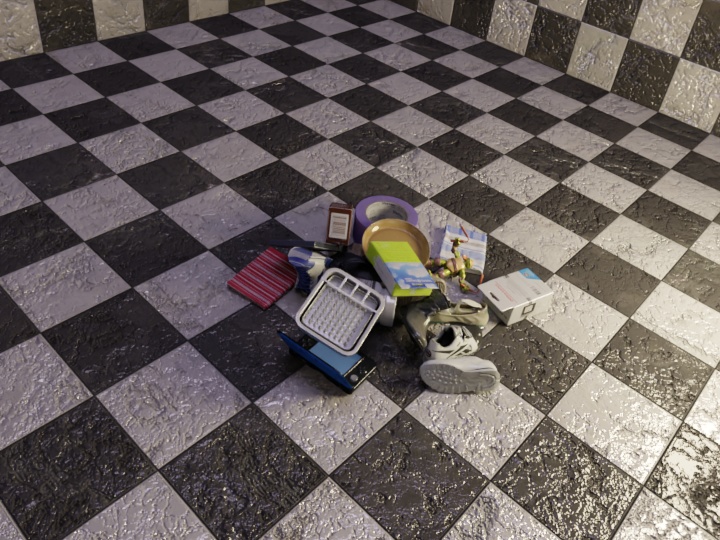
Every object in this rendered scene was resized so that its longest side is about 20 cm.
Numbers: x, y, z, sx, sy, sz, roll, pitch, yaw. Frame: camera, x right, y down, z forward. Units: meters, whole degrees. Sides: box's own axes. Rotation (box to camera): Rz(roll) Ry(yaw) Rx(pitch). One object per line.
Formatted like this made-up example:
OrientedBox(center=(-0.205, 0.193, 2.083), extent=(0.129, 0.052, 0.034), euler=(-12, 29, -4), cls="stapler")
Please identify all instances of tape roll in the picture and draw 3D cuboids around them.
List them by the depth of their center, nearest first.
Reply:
OrientedBox(center=(0.075, -0.136, 1.968), extent=(0.193, 0.087, 0.203), euler=(6, 38, -4), cls="tape roll")

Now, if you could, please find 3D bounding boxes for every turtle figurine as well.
OrientedBox(center=(0.259, -0.022, 1.867), extent=(0.156, 0.065, 0.206), euler=(-7, 73, -10), cls="turtle figurine")

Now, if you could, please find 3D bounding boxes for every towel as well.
OrientedBox(center=(-0.250, 0.019, 1.769), extent=(0.142, 0.023, 0.200), euler=(28, 45, 19), cls="towel")
OrientedBox(center=(0.312, -0.067, 1.977), extent=(0.142, 0.024, 0.202), euler=(15, 39, 6), cls="towel")

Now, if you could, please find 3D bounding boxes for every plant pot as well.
OrientedBox(center=(0.098, -0.061, 1.815), extent=(0.193, 0.028, 0.204), euler=(5, 51, -6), cls="plant pot")

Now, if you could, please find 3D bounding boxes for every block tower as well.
OrientedBox(center=(0.058, -0.026, 1.855), extent=(0.193, 0.055, 0.059), euler=(11, 37, 2), cls="block tower")

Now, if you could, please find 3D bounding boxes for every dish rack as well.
OrientedBox(center=(-0.050, 0.104, 1.548), extent=(0.169, 0.044, 0.202), euler=(31, 51, 6), cls="dish rack")

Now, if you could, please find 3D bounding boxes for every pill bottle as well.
OrientedBox(center=(-0.006, 0.079, 1.666), extent=(0.193, 0.116, 0.115), euler=(10, 38, 2), cls="pill bottle")

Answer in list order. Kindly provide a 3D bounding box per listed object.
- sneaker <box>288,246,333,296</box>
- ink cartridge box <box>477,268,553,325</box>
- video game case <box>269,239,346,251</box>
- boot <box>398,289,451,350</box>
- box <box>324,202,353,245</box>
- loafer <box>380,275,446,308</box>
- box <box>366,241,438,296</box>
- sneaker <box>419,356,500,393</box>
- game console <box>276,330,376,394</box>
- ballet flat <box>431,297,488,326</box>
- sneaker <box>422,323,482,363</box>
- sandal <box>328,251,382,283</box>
OrientedBox(center=(-0.135, 0.009, 1.710), extent=(0.079, 0.118, 0.199), euler=(20, 2, 15), cls="sneaker")
OrientedBox(center=(0.418, 0.075, 1.787), extent=(0.195, 0.068, 0.116), euler=(-16, 45, -28), cls="ink cartridge box")
OrientedBox(center=(-0.140, -0.067, 1.778), extent=(0.139, 0.020, 0.199), euler=(3, 0, 24), cls="video game case")
OrientedBox(center=(0.170, 0.110, 1.625), extent=(0.128, 0.069, 0.201), euler=(-29, 22, 6), cls="boot")
OrientedBox(center=(-0.060, -0.137, 1.865), extent=(0.072, 0.104, 0.200), euler=(7, 8, 0), cls="box")
OrientedBox(center=(0.132, 0.053, 1.760), extent=(0.193, 0.078, 0.068), euler=(-4, 15, -7), cls="loafer")
OrientedBox(center=(0.106, 0.000, 1.681), extent=(0.118, 0.049, 0.202), euler=(0, 38, -27), cls="box")
OrientedBox(center=(0.233, 0.242, 1.558), extent=(0.193, 0.079, 0.081), euler=(8, 26, -9), cls="sneaker")
OrientedBox(center=(-0.075, 0.184, 1.521), extent=(0.197, 0.121, 0.170), euler=(30, 43, 24), cls="game console")
OrientedBox(center=(0.247, 0.102, 1.724), extent=(0.193, 0.071, 0.070), euler=(5, 38, -4), cls="ballet flat")
OrientedBox(center=(0.242, 0.170, 1.624), extent=(0.197, 0.091, 0.074), euler=(-24, 47, -36), cls="sneaker")
OrientedBox(center=(0.001, -0.001, 1.790), extent=(0.195, 0.077, 0.048), euler=(20, -5, 13), cls="sandal")
